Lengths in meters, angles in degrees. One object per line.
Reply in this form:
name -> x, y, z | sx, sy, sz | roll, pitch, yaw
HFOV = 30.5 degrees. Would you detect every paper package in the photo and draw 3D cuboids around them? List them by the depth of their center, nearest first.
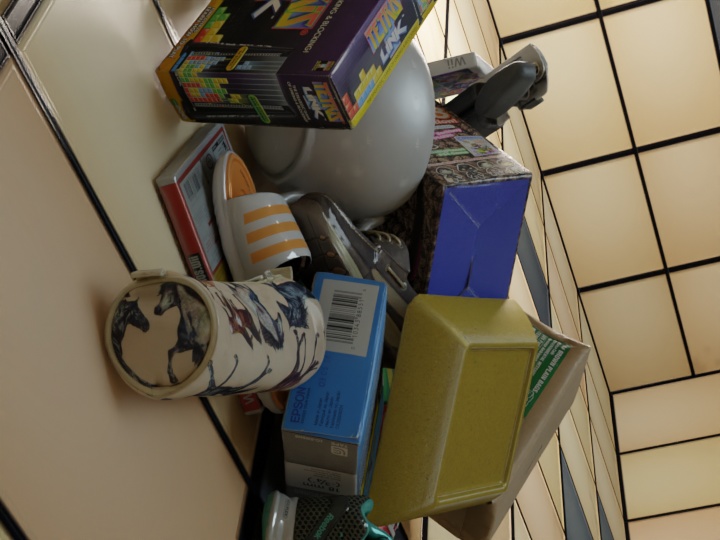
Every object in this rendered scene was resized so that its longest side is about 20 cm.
paper package -> 0.142, 0.164, 1.377 | 0.200, 0.103, 0.191 | -54, 165, -20

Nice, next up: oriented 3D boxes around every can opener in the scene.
can opener -> 0.105, -0.157, 1.286 | 0.067, 0.200, 0.054 | -4, 72, -39

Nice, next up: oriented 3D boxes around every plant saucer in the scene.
plant saucer -> 0.092, 0.125, 1.150 | 0.200, 0.048, 0.201 | 4, 98, -57

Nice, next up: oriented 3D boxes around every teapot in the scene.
teapot -> -0.037, -0.131, 1.159 | 0.200, 0.146, 0.198 | 55, -43, 42

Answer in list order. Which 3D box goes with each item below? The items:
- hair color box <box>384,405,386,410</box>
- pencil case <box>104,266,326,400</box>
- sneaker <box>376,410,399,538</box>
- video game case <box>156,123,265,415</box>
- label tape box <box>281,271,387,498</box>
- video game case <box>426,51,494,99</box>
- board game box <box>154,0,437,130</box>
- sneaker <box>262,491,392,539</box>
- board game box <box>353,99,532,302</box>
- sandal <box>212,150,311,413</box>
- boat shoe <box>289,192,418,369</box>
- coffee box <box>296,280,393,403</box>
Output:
hair color box -> 0.044, 0.078, 1.434 | 0.101, 0.061, 0.201 | -3, 79, -74
pencil case -> -0.093, 0.040, 0.891 | 0.200, 0.078, 0.090 | 7, 67, -69
sneaker -> 0.034, 0.199, 1.183 | 0.200, 0.112, 0.071 | -87, 164, -47
video game case -> -0.101, -0.005, 1.048 | 0.143, 0.017, 0.201 | -69, 143, -65
label tape box -> -0.019, 0.118, 1.075 | 0.200, 0.063, 0.145 | 91, 9, -56
video game case -> 0.033, -0.182, 1.344 | 0.143, 0.199, 0.018 | -1, 80, -75
board game box -> -0.039, -0.197, 1.028 | 0.200, 0.165, 0.057 | -60, 140, -33
sneaker -> -0.003, 0.245, 1.020 | 0.078, 0.091, 0.200 | -85, 157, -48
board game box -> 0.058, -0.057, 1.255 | 0.200, 0.097, 0.160 | 46, -44, 50
sandal -> -0.063, 0.005, 1.027 | 0.079, 0.059, 0.207 | -7, 84, -76
boat shoe -> 0.000, 0.000, 1.115 | 0.073, 0.074, 0.200 | -54, 137, -26
coffee box -> -0.009, 0.072, 1.273 | 0.200, 0.044, 0.123 | 15, 64, -74
